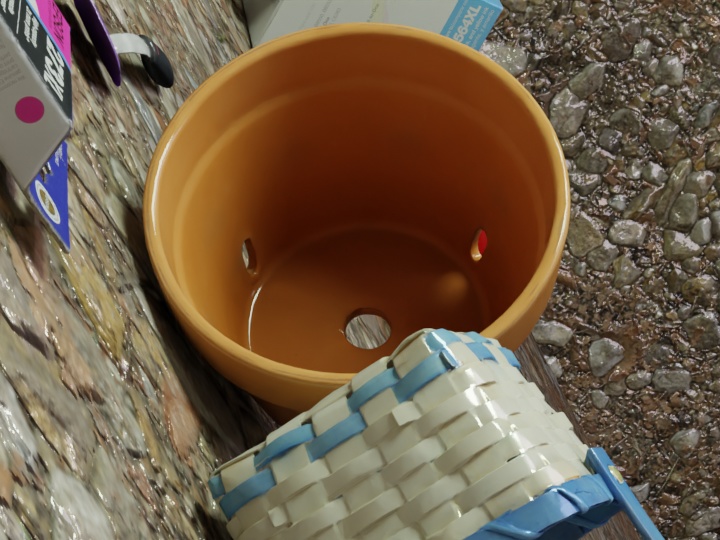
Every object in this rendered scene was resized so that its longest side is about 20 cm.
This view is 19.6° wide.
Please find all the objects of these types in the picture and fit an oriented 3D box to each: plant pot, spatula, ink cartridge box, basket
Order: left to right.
[{"bbox_3d":[-0.151,-0.110,0.791,0.095,0.037,0.200,-105,169,-60],"label":"ink cartridge box"},{"bbox_3d":[-0.125,-0.120,1.131,0.057,0.021,0.200,63,6,6],"label":"spatula"},{"bbox_3d":[-0.004,-0.234,1.762,0.199,0.125,0.129,23,24,-21],"label":"ink cartridge box"},{"bbox_3d":[0.000,0.000,1.023,0.140,0.199,0.201,86,-16,-59],"label":"plant pot"},{"bbox_3d":[0.046,0.134,0.861,0.200,0.176,0.139,63,16,17],"label":"basket"}]

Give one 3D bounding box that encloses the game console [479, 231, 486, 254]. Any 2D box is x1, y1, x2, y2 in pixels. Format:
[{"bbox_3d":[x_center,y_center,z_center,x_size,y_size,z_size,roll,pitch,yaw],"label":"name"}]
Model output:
[{"bbox_3d":[0.070,0.002,1.775,0.118,0.172,0.200,13,45,-46],"label":"game console"}]
